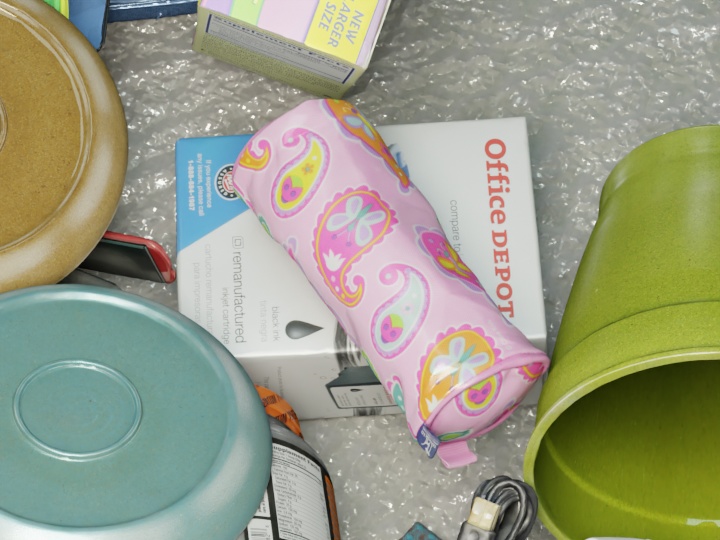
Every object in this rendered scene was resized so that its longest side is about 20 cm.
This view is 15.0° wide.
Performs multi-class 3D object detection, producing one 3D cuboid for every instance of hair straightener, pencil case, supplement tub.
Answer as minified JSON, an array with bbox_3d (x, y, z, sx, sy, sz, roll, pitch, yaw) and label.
[{"bbox_3d":[-0.202,0.000,1.531,0.200,0.041,0.077,15,57,28],"label":"hair straightener"},{"bbox_3d":[0.014,0.004,1.426,0.087,0.087,0.200,-30,67,-14],"label":"pencil case"},{"bbox_3d":[-0.067,0.161,1.400,0.122,0.123,0.200,-8,47,-2],"label":"supplement tub"}]

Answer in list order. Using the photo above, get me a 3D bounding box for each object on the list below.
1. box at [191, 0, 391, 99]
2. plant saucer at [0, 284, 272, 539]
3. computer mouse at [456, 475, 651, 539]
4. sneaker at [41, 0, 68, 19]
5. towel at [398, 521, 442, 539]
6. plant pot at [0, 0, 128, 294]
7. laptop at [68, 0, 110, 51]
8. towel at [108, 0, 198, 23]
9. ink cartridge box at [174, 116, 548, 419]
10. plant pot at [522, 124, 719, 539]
[{"bbox_3d":[-0.020,-0.199,1.531,0.096,0.200,0.176,20,87,-4],"label":"box"},{"bbox_3d":[-0.142,0.075,1.365,0.200,0.027,0.200,5,46,-5],"label":"plant saucer"},{"bbox_3d":[0.132,0.175,1.417,0.200,0.044,0.110,13,89,-17],"label":"computer mouse"},{"bbox_3d":[-0.235,-0.102,1.511,0.074,0.084,0.200,29,78,41],"label":"sneaker"},{"bbox_3d":[0.054,0.240,1.422,0.200,0.022,0.147,39,68,23],"label":"towel"},{"bbox_3d":[-0.221,-0.074,1.459,0.200,0.027,0.201,4,71,-11],"label":"plant pot"},{"bbox_3d":[-0.252,-0.200,1.619,0.200,0.116,0.188,11,60,-14],"label":"laptop"},{"bbox_3d":[-0.094,-0.211,1.665,0.199,0.049,0.112,-9,60,-3],"label":"towel"},{"bbox_3d":[0.000,0.000,1.522,0.199,0.086,0.147,-5,61,1],"label":"ink cartridge box"},{"bbox_3d":[0.188,0.033,1.450,0.200,0.201,0.193,2,49,3],"label":"plant pot"}]
